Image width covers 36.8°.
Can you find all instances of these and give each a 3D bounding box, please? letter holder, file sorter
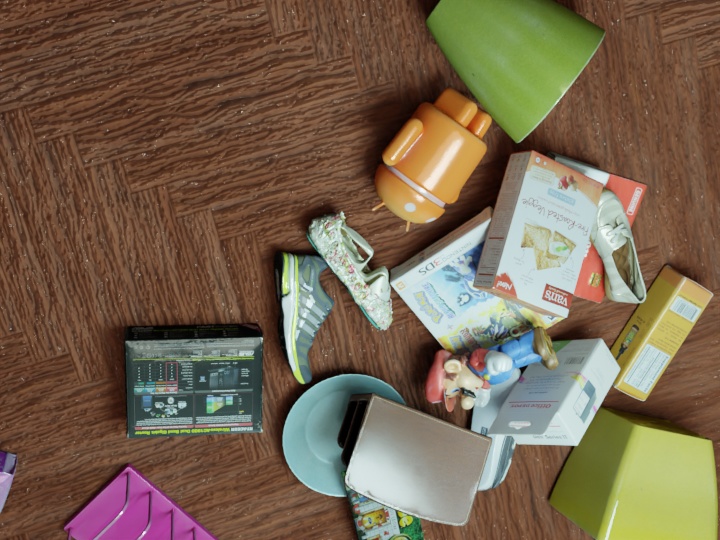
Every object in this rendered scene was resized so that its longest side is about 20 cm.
[{"bbox_3d":[0.068,0.278,1.569,0.199,0.100,0.143,22,76,-15],"label":"letter holder"},{"bbox_3d":[-0.320,0.420,1.595,0.139,0.126,0.200,-43,110,5],"label":"file sorter"}]

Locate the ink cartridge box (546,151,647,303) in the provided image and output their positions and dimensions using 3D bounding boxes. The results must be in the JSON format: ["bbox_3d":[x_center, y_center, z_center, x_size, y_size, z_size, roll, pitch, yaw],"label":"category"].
[{"bbox_3d":[0.325,-0.055,1.615,0.172,0.044,0.202,16,103,-14],"label":"ink cartridge box"}]

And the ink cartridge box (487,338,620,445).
[{"bbox_3d":[0.284,0.193,1.594,0.200,0.117,0.068,-50,116,-34],"label":"ink cartridge box"}]

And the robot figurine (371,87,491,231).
[{"bbox_3d":[0.098,-0.150,1.504,0.116,0.144,0.201,36,98,3],"label":"robot figurine"}]

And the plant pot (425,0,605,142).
[{"bbox_3d":[0.191,-0.307,1.455,0.199,0.187,0.188,37,98,-3],"label":"plant pot"}]

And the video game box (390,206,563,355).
[{"bbox_3d":[0.172,0.034,1.586,0.182,0.047,0.200,-33,111,22],"label":"video game box"}]

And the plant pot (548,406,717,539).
[{"bbox_3d":[0.438,0.321,1.682,0.198,0.200,0.178,13,92,-14],"label":"plant pot"}]

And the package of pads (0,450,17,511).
[{"bbox_3d":[-0.579,0.346,1.549,0.120,0.076,0.201,19,103,-17],"label":"package of pads"}]

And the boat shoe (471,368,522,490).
[{"bbox_3d":[0.217,0.242,1.677,0.068,0.071,0.202,11,92,-48],"label":"boat shoe"}]

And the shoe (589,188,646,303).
[{"bbox_3d":[0.384,-0.033,1.604,0.070,0.053,0.201,-34,125,-19],"label":"shoe"}]

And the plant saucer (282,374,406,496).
[{"bbox_3d":[-0.021,0.245,1.644,0.199,0.039,0.203,-3,107,-10],"label":"plant saucer"}]

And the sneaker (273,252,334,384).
[{"bbox_3d":[-0.077,0.069,1.563,0.080,0.074,0.202,-6,110,-12],"label":"sneaker"}]

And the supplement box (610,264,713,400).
[{"bbox_3d":[0.455,0.097,1.674,0.068,0.067,0.201,29,100,-21],"label":"supplement box"}]

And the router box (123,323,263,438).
[{"bbox_3d":[-0.239,0.158,1.563,0.198,0.062,0.151,0,106,-11],"label":"router box"}]

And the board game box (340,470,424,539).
[{"bbox_3d":[0.038,0.373,1.676,0.104,0.023,0.201,-19,124,-10],"label":"board game box"}]

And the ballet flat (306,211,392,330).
[{"bbox_3d":[0.000,0.000,1.550,0.064,0.076,0.200,-30,112,19],"label":"ballet flat"}]

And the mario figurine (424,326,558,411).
[{"bbox_3d":[0.188,0.158,1.568,0.199,0.106,0.124,-21,118,15],"label":"mario figurine"}]

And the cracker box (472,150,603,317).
[{"bbox_3d":[0.249,-0.049,1.508,0.133,0.058,0.202,20,83,-26],"label":"cracker box"}]
